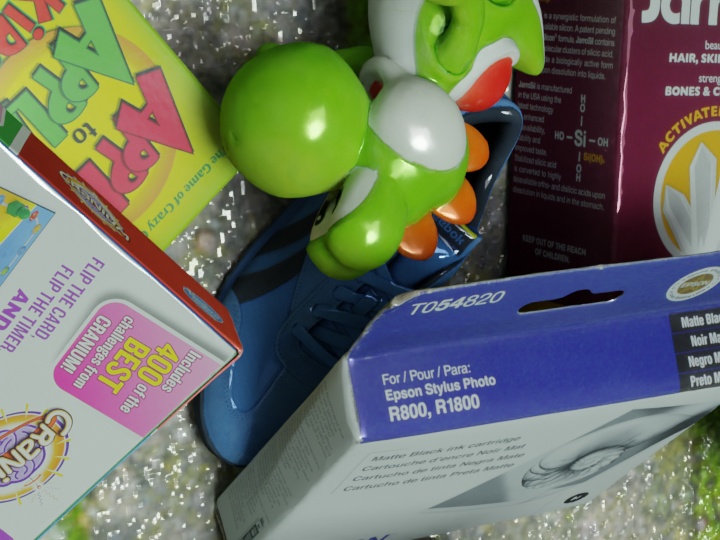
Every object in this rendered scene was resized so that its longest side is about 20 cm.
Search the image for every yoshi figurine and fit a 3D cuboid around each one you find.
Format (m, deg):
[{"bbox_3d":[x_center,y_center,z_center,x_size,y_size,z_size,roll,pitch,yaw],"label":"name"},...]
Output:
[{"bbox_3d":[0.007,-0.097,0.808,0.113,0.111,0.201,70,37,-59],"label":"yoshi figurine"}]

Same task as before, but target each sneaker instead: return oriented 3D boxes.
[{"bbox_3d":[0.000,0.000,0.859,0.066,0.078,0.200,39,80,-31],"label":"sneaker"}]

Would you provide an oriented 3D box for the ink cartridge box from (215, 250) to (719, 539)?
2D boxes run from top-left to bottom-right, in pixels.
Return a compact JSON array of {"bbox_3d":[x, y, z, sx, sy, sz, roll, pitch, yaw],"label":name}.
[{"bbox_3d":[0.061,0.062,0.846,0.199,0.200,0.041,-7,64,-28],"label":"ink cartridge box"}]

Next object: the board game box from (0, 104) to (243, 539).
[{"bbox_3d":[-0.167,0.013,0.749,0.153,0.040,0.200,-42,117,8],"label":"board game box"}]

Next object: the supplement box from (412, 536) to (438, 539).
[{"bbox_3d":[0.029,0.173,0.833,0.125,0.200,0.074,-4,97,-29],"label":"supplement box"}]

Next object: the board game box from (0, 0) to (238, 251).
[{"bbox_3d":[-0.142,-0.084,0.778,0.102,0.048,0.200,-48,118,-15],"label":"board game box"}]

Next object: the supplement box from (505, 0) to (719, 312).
[{"bbox_3d":[0.137,-0.075,0.920,0.110,0.086,0.201,-3,100,-30],"label":"supplement box"}]
